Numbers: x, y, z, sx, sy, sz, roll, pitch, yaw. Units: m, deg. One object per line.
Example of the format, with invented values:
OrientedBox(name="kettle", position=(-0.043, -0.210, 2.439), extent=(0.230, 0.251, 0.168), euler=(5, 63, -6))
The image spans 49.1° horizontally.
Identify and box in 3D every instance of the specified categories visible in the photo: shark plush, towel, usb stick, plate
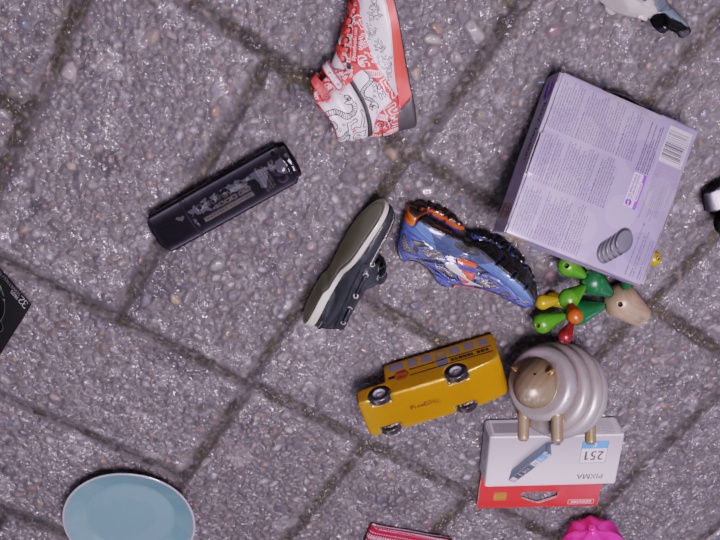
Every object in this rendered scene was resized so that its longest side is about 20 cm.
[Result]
OrientedBox(name="shark plush", position=(0.293, -0.316, 0.825), extent=(0.199, 0.091, 0.084), euler=(33, 83, -14))
OrientedBox(name="towel", position=(0.059, 0.498, 1.286), extent=(0.143, 0.023, 0.202), euler=(12, 116, -7))
OrientedBox(name="usb stick", position=(-0.165, -0.086, 0.943), extent=(0.198, 0.033, 0.056), euler=(-27, 110, 12))
OrientedBox(name="plate", position=(-0.348, 0.375, 1.193), extent=(0.197, 0.026, 0.203), euler=(-2, 119, -3))

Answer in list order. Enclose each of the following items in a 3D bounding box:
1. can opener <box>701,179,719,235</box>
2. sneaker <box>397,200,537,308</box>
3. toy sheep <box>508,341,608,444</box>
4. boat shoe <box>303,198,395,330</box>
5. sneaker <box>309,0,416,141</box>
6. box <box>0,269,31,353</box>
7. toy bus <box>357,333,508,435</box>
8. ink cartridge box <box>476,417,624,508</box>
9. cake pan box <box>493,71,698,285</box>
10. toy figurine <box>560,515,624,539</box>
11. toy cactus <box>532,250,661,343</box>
OrientedBox(name="can opener", position=(0.522, -0.094, 0.958), extent=(0.198, 0.064, 0.079), euler=(-19, 118, 8))
OrientedBox(name="sneaker", position=(0.132, -0.010, 0.981), extent=(0.199, 0.076, 0.079), euler=(31, 125, -2))
OrientedBox(name="toy sheep", position=(0.265, 0.161, 1.045), extent=(0.199, 0.138, 0.138), euler=(16, 123, -49))
OrientedBox(name="boat shoe", position=(0.000, 0.002, 0.977), extent=(0.065, 0.075, 0.200), euler=(24, 116, -18))
OrientedBox(name="sneaker", position=(-0.008, -0.236, 0.849), extent=(0.106, 0.068, 0.203), euler=(-14, 121, 2))
OrientedBox(name="box", position=(-0.518, 0.028, 0.920), extent=(0.123, 0.149, 0.201), euler=(-25, 118, 13))
OrientedBox(name="toy bus", position=(0.096, 0.155, 1.064), extent=(0.198, 0.079, 0.066), euler=(-18, 120, 7))
OrientedBox(name="ink cartridge box", position=(0.279, 0.303, 1.176), extent=(0.197, 0.045, 0.178), euler=(-1, 118, -2))
OrientedBox(name="cake pan box", position=(0.270, -0.106, 0.904), extent=(0.182, 0.052, 0.202), euler=(18, 93, -12))
OrientedBox(name="toy figurine", position=(0.360, 0.476, 1.243), extent=(0.198, 0.150, 0.186), euler=(15, 110, -36))
OrientedBox(name="toy cactus", position=(0.318, 0.025, 1.007), extent=(0.164, 0.102, 0.201), euler=(30, 105, -29))
